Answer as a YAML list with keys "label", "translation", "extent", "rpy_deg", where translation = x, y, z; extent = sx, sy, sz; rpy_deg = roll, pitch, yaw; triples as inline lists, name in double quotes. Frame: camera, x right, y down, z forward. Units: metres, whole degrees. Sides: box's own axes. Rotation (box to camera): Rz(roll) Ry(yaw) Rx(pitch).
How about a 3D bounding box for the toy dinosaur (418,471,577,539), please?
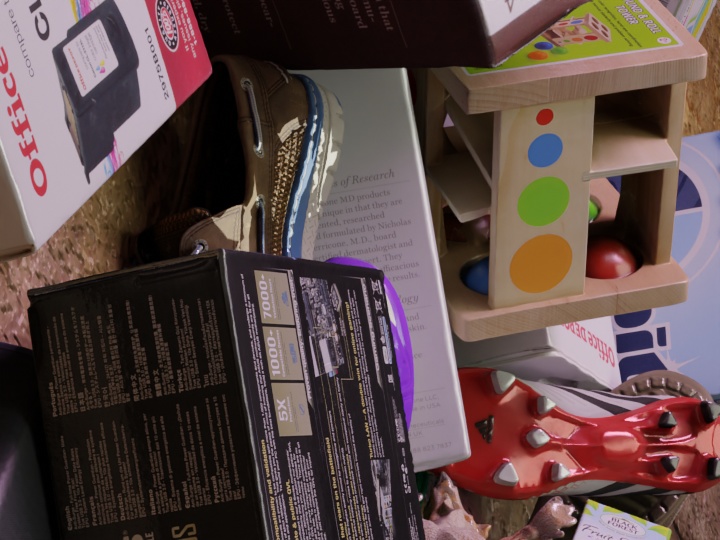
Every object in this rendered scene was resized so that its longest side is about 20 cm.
- label: "toy dinosaur"
  translation: [0.027, 0.172, 1.316]
  extent: [0.200, 0.086, 0.136]
  rpy_deg: [-50, 163, -35]

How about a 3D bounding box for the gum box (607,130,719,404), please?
- label: "gum box"
  translation: [0.170, 0.010, 1.623]
  extent: [0.045, 0.199, 0.171]
  rpy_deg: [47, 37, -56]

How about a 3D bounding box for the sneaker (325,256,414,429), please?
- label: "sneaker"
  translation: [-0.006, 0.084, 1.210]
  extent: [0.100, 0.069, 0.201]
  rpy_deg: [135, -34, -68]

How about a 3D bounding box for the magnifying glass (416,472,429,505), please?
- label: "magnifying glass"
  translation: [0.011, 0.131, 1.408]
  extent: [0.080, 0.022, 0.201]
  rpy_deg: [53, 31, -49]

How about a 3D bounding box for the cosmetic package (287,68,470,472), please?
- label: "cosmetic package"
  translation: [0.000, 0.000, 1.330]
  extent: [0.102, 0.074, 0.201]
  rpy_deg: [124, -45, -84]

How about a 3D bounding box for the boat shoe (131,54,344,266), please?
- label: "boat shoe"
  translation: [-0.064, -0.001, 1.220]
  extent: [0.072, 0.072, 0.201]
  rpy_deg: [26, 61, -37]

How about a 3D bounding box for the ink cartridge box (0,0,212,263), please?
- label: "ink cartridge box"
  translation: [-0.142, -0.098, 1.036]
  extent: [0.200, 0.083, 0.146]
  rpy_deg: [-56, 132, -62]

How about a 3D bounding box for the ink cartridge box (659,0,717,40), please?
- label: "ink cartridge box"
  translation: [0.159, -0.139, 1.558]
  extent: [0.104, 0.059, 0.200]
  rpy_deg: [-65, 170, 8]

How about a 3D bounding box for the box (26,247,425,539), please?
- label: "box"
  translation: [-0.042, 0.100, 1.068]
  extent: [0.164, 0.086, 0.201]
  rpy_deg: [5, 74, -69]

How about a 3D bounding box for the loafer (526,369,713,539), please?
- label: "loafer"
  translation: [0.129, 0.144, 1.550]
  extent: [0.200, 0.076, 0.067]
  rpy_deg: [-54, 170, -4]

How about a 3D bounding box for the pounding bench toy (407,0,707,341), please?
- label: "pounding bench toy"
  translation: [0.076, -0.075, 1.411]
  extent: [0.200, 0.124, 0.156]
  rpy_deg: [-123, -152, -54]

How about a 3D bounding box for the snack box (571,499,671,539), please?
- label: "snack box"
  translation: [0.096, 0.237, 1.397]
  extent: [0.142, 0.053, 0.201]
  rpy_deg: [-61, 168, -60]

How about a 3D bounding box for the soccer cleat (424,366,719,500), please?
- label: "soccer cleat"
  translation: [0.100, 0.091, 1.455]
  extent: [0.085, 0.199, 0.069]
  rpy_deg: [148, -57, -65]

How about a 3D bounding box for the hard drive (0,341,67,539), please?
- label: "hard drive"
  translation: [-0.108, 0.136, 1.061]
  extent: [0.135, 0.042, 0.200]
  rpy_deg: [-73, 146, -51]

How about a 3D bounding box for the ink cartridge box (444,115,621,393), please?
- label: "ink cartridge box"
  translation: [0.076, -0.027, 1.548]
  extent: [0.148, 0.085, 0.201]
  rpy_deg: [33, 47, -64]

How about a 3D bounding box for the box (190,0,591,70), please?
- label: "box"
  translation: [0.014, -0.197, 1.258]
  extent: [0.166, 0.200, 0.165]
  rpy_deg: [-37, 117, -38]
